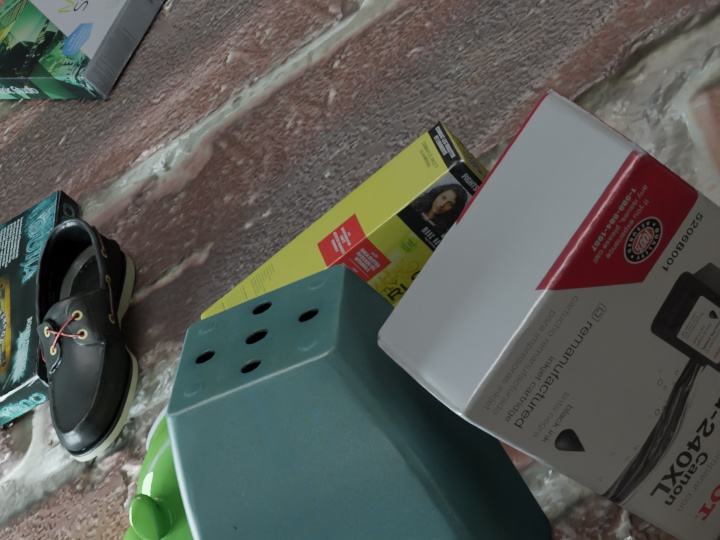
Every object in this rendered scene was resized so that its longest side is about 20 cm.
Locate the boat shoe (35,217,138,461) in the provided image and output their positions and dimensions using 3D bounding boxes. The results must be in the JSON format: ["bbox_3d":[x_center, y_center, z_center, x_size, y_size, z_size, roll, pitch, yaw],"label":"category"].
[{"bbox_3d":[-0.201,0.047,1.378,0.074,0.063,0.202,-28,42,21],"label":"boat shoe"}]

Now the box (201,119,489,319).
[{"bbox_3d":[0.000,0.000,1.208,0.200,0.075,0.050,-37,37,12],"label":"box"}]

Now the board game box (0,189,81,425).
[{"bbox_3d":[-0.279,0.041,1.488,0.135,0.028,0.200,-28,40,24],"label":"board game box"}]

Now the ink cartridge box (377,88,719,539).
[{"bbox_3d":[0.130,0.029,0.929,0.145,0.200,0.083,-56,39,4],"label":"ink cartridge box"}]

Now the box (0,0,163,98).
[{"bbox_3d":[-0.257,-0.216,1.700,0.200,0.036,0.145,4,59,48],"label":"box"}]

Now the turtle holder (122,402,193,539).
[{"bbox_3d":[-0.059,0.123,1.122,0.132,0.140,0.186,-86,10,-59],"label":"turtle holder"}]

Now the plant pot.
[{"bbox_3d":[-0.008,0.112,0.959,0.141,0.200,0.141,-22,25,14],"label":"plant pot"}]
